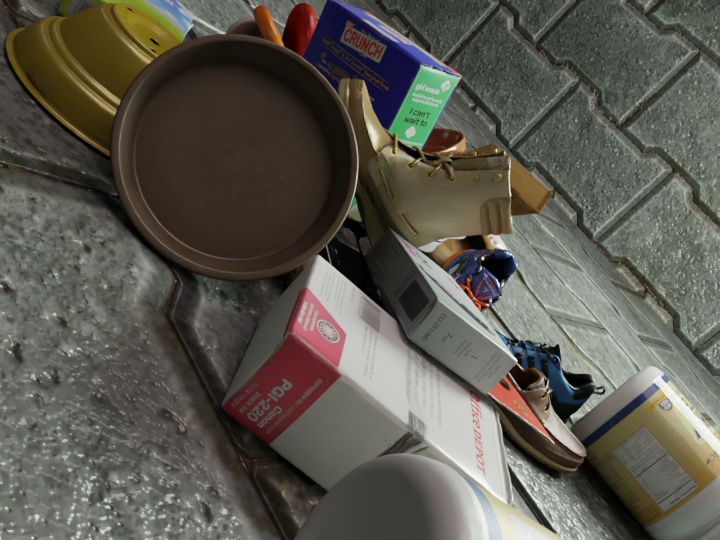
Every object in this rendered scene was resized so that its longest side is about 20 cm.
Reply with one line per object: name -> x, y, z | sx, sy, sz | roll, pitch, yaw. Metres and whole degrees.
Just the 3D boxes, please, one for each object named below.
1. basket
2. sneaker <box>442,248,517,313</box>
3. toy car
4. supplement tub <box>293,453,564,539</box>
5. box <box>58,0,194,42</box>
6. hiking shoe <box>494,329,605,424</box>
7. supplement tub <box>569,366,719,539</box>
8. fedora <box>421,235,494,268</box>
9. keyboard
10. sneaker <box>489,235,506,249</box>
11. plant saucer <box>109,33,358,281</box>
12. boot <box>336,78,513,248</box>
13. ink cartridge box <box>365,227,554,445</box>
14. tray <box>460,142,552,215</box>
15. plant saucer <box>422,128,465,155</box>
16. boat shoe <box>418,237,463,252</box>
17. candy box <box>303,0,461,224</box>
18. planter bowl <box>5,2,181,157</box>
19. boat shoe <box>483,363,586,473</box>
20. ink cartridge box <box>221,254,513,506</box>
basket -> -0.060, -0.107, 0.769 | 0.149, 0.143, 0.200 | 43, 17, -9
sneaker -> 0.114, 0.026, 0.874 | 0.075, 0.078, 0.200 | 56, 43, -14
toy car -> -0.086, -0.291, 1.085 | 0.200, 0.150, 0.175 | 27, 25, -40
supplement tub -> 0.065, 0.200, 0.402 | 0.200, 0.145, 0.145 | 36, 21, -24
box -> -0.261, -0.294, 0.896 | 0.122, 0.048, 0.200 | 37, 20, -22
hiking shoe -> 0.198, 0.106, 0.947 | 0.200, 0.087, 0.074 | 39, 20, -17
supplement tub -> 0.370, 0.233, 0.949 | 0.200, 0.144, 0.144 | 51, 20, 19
fedora -> 0.105, -0.032, 1.048 | 0.200, 0.082, 0.201 | 35, 30, -24
keyboard -> 0.000, 0.000, 0.782 | 0.200, 0.021, 0.127 | 28, 45, -66
sneaker -> 0.169, -0.063, 1.249 | 0.200, 0.075, 0.105 | 43, 14, -17
plant saucer -> -0.100, -0.091, 0.635 | 0.200, 0.200, 0.029 | 41, -14, -10
boot -> 0.066, -0.105, 0.754 | 0.073, 0.155, 0.200 | -77, 155, -51
ink cartridge box -> 0.095, 0.052, 0.712 | 0.173, 0.044, 0.200 | 36, 10, -19
tray -> 0.166, -0.113, 1.043 | 0.099, 0.037, 0.200 | 38, -8, -11
plant saucer -> 0.045, -0.156, 1.067 | 0.200, 0.200, 0.032 | -79, 161, -67
boat shoe -> 0.104, -0.071, 0.930 | 0.072, 0.068, 0.200 | 56, 28, 15
candy box -> -0.005, -0.181, 0.899 | 0.077, 0.200, 0.169 | -3, 39, -46
planter bowl -> -0.211, -0.184, 0.719 | 0.200, 0.083, 0.201 | 39, 19, -16
boat shoe -> 0.182, 0.145, 0.865 | 0.200, 0.068, 0.072 | 43, 19, -6
ink cartridge box -> 0.011, 0.102, 0.582 | 0.200, 0.085, 0.146 | 39, 19, -10
